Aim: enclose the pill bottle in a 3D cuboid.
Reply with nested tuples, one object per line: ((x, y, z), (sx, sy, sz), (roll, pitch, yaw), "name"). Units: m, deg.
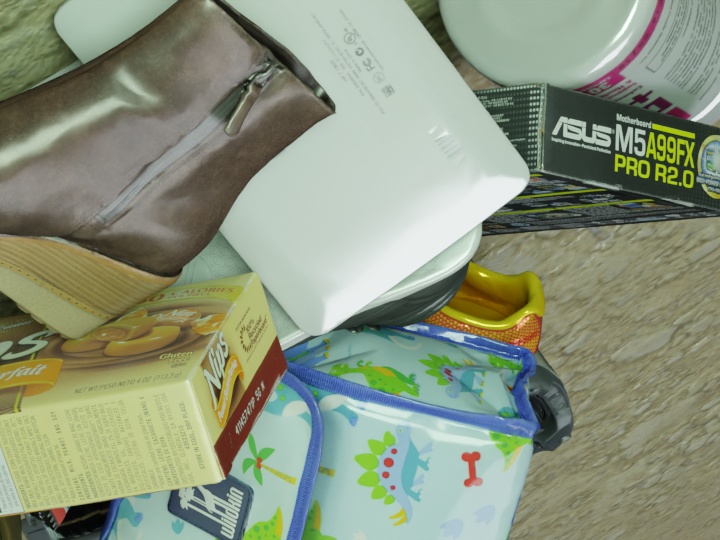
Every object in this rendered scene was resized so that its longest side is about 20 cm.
((0.125, -0.128, 1.481), (0.113, 0.114, 0.200), (-39, 159, 15), "pill bottle")

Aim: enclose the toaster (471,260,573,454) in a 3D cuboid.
((0.045, 0.057, 1.766), (0.113, 0.129, 0.200), (-35, 161, 3), "toaster")

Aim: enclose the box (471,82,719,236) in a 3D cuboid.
((0.066, -0.052, 1.476), (0.200, 0.044, 0.160), (-4, 170, 44), "box")

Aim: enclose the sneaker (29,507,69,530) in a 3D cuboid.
((-0.163, 0.062, 1.575), (0.093, 0.070, 0.200), (-51, 165, -21), "sneaker")

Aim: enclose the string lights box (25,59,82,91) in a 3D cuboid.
((-0.114, -0.033, 1.417), (0.103, 0.059, 0.200), (-31, 160, -6), "string lights box")

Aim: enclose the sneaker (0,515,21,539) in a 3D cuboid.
((-0.217, 0.169, 1.610), (0.090, 0.067, 0.201), (-65, 173, -54), "sneaker")

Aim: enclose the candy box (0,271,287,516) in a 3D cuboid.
((-0.144, 0.062, 1.330), (0.199, 0.055, 0.115), (-11, -160, 19), "candy box")

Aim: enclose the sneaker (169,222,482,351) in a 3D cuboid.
((-0.032, 0.011, 1.419), (0.199, 0.071, 0.099), (-17, 168, 6), "sneaker")

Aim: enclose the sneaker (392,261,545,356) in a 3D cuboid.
((0.000, 0.000, 1.536), (0.199, 0.073, 0.077), (12, 131, -5), "sneaker")

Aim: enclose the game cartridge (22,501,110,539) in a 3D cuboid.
((-0.105, 0.112, 1.694), (0.133, 0.041, 0.200), (-32, -176, -28), "game cartridge")

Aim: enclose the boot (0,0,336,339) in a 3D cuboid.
((-0.127, -0.068, 1.250), (0.166, 0.072, 0.200), (-43, 131, 15), "boot")

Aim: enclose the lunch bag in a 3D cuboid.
((-0.024, 0.111, 1.486), (0.128, 0.199, 0.171), (-83, -173, -70), "lunch bag")

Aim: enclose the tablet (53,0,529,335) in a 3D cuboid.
((-0.028, -0.076, 1.313), (0.130, 0.200, 0.014), (-36, -157, 7), "tablet")
